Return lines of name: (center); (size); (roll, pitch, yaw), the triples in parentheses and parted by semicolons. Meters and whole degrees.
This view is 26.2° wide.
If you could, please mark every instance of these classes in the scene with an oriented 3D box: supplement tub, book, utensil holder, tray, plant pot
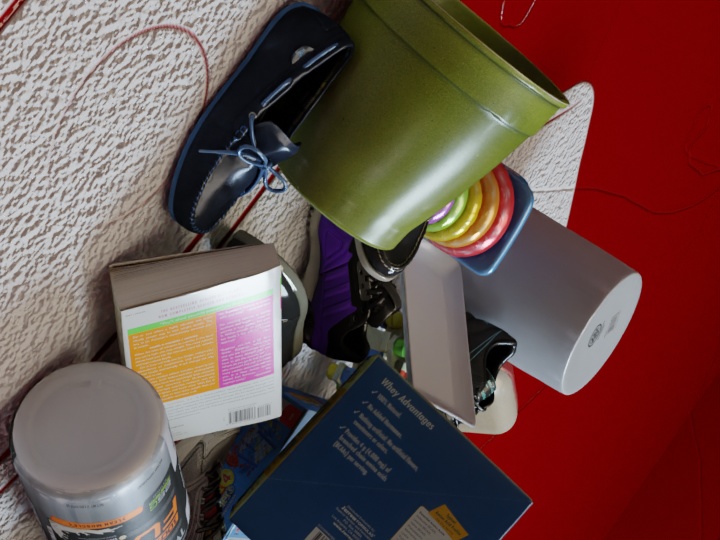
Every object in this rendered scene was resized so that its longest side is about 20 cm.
supplement tub: (-0.203, 0.173, 1.238); (0.123, 0.122, 0.200); (-45, 154, -26)
book: (-0.129, 0.066, 1.262); (0.133, 0.048, 0.201); (-11, 140, -13)
utensil holder: (0.187, 0.021, 1.721); (0.170, 0.200, 0.170); (-43, 152, -29)
tray: (0.072, 0.059, 1.584); (0.022, 0.201, 0.107); (-26, 142, 32)
plant pot: (0.036, -0.127, 1.277); (0.193, 0.200, 0.200); (-51, 159, 14)

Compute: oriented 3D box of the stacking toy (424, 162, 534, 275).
stacking toy: (0.071, -0.075, 1.512); (0.200, 0.116, 0.110); (14, 109, -56)

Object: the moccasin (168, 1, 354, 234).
moccasin: (-0.077, -0.113, 1.197); (0.201, 0.068, 0.080); (-60, 157, 5)

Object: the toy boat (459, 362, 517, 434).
toy boat: (0.126, 0.114, 1.851); (0.200, 0.130, 0.131); (72, 25, -61)

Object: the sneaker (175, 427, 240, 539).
sneaker: (-0.152, 0.220, 1.445); (0.078, 0.082, 0.201); (-16, 135, -57)

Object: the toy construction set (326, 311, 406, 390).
toy construction set: (0.035, 0.112, 1.668); (0.200, 0.092, 0.132); (42, 66, -71)

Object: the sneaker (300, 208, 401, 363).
sneaker: (0.000, 0.000, 1.446); (0.069, 0.099, 0.201); (-28, 140, -49)

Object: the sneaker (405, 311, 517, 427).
sneaker: (0.092, 0.128, 1.613); (0.200, 0.079, 0.076); (-57, 148, -26)

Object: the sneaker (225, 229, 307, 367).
sneaker: (-0.105, 0.054, 1.344); (0.106, 0.075, 0.200); (-46, 155, -23)

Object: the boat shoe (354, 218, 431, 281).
boat shoe: (0.050, -0.085, 1.399); (0.074, 0.060, 0.201); (37, 58, -30)

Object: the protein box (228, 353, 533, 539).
protein box: (0.016, 0.218, 1.439); (0.200, 0.198, 0.135); (-47, 180, -6)

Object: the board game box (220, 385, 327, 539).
board game box: (-0.091, 0.222, 1.603); (0.196, 0.056, 0.200); (-58, 157, 1)
